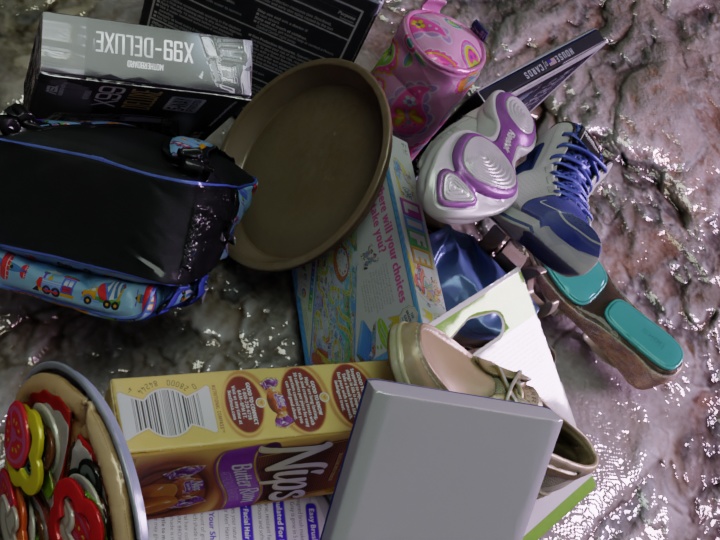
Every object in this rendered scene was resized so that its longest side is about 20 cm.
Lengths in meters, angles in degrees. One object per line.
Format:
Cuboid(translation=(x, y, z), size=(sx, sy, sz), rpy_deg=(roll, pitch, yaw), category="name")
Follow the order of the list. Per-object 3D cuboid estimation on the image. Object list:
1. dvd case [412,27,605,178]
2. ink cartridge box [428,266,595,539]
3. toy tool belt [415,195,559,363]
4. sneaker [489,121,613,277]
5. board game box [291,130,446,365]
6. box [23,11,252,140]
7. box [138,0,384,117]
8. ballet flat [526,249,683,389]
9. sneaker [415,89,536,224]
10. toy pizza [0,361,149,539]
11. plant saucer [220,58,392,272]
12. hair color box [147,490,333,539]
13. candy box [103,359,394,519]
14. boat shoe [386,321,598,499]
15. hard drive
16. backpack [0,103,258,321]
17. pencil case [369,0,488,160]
Cuboid(translation=(0.144, -0.167, 1.013), size=(0.200, 0.150, 0.025), rpy_deg=(-31, 84, -36), category="dvd case")
Cuboid(translation=(0.090, 0.117, 0.788), size=(0.148, 0.076, 0.200), rpy_deg=(-29, 104, -36), category="ink cartridge box")
Cuboid(translation=(0.106, 0.025, 0.885), size=(0.200, 0.123, 0.125), rpy_deg=(38, 51, 3), category="toy tool belt")
Cuboid(translation=(0.167, -0.073, 0.860), size=(0.081, 0.115, 0.199), rpy_deg=(40, 6, -13), category="sneaker")
Cuboid(translation=(0.000, 0.000, 0.847), size=(0.034, 0.134, 0.200), rpy_deg=(19, 49, -41), category="board game box")
Cuboid(translation=(-0.191, -0.149, 0.822), size=(0.157, 0.200, 0.050), rpy_deg=(3, 84, -23), category="box")
Cuboid(translation=(-0.091, -0.252, 0.935), size=(0.200, 0.198, 0.123), rpy_deg=(22, 52, -10), category="box")
Cuboid(translation=(0.220, 0.038, 0.963), size=(0.068, 0.067, 0.200), rpy_deg=(-32, 74, -30), category="ballet flat")
Cuboid(translation=(0.085, -0.079, 0.834), size=(0.075, 0.100, 0.200), rpy_deg=(52, 35, -7), category="sneaker")
Cuboid(translation=(-0.188, 0.157, 0.617), size=(0.032, 0.200, 0.201), rpy_deg=(-6, 61, -40), category="toy pizza")
Cuboid(translation=(-0.050, -0.090, 0.869), size=(0.029, 0.200, 0.201), rpy_deg=(29, 42, -48), category="plant saucer")
Cuboid(translation=(-0.099, 0.197, 0.718), size=(0.199, 0.065, 0.110), rpy_deg=(4, 56, -20), category="hair color box")
Cuboid(translation=(-0.074, 0.114, 0.671), size=(0.199, 0.117, 0.057), rpy_deg=(-3, 58, -26), category="candy box")
Cuboid(translation=(0.094, 0.092, 0.687), size=(0.200, 0.065, 0.072), rpy_deg=(43, 36, -32), category="boat shoe")
Cuboid(translation=(0.040, 0.174, 0.643), size=(0.132, 0.201, 0.025), rpy_deg=(11, 13, -19), category="hard drive")
Cuboid(translation=(-0.180, -0.048, 0.791), size=(0.182, 0.135, 0.200), rpy_deg=(14, 9, 8), category="backpack")
Cuboid(translation=(0.035, -0.153, 0.924), size=(0.087, 0.200, 0.088), rpy_deg=(15, 51, -20), category="pencil case")
